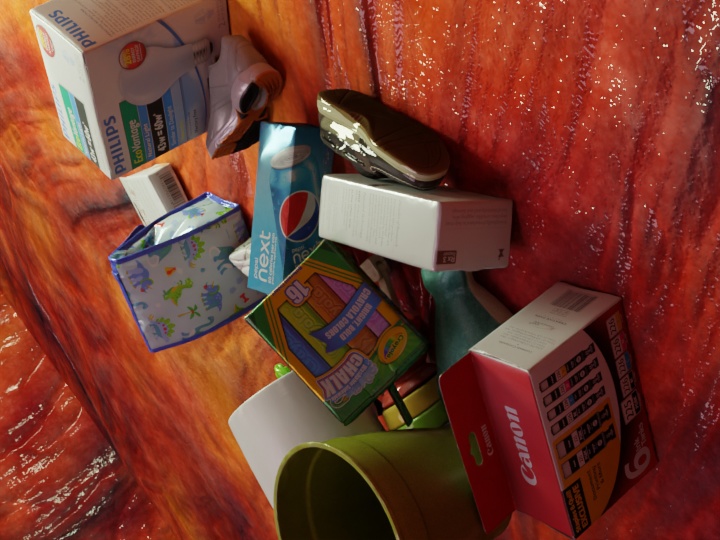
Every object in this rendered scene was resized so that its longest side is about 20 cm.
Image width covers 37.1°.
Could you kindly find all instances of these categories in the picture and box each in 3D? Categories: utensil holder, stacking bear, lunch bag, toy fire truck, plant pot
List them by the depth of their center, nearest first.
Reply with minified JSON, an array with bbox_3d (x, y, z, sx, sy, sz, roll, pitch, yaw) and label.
[{"bbox_3d":[0.047,0.245,1.092,0.200,0.192,0.201,18,114,46],"label":"plant pot"},{"bbox_3d":[0.075,0.154,1.247,0.114,0.121,0.200,-38,85,32],"label":"stacking bear"},{"bbox_3d":[-0.042,0.226,1.276,0.200,0.170,0.170,57,154,14],"label":"utensil holder"},{"bbox_3d":[0.000,0.000,1.317,0.141,0.049,0.201,27,140,44],"label":"toy fire truck"},{"bbox_3d":[-0.259,0.005,1.593,0.127,0.200,0.170,21,137,49],"label":"lunch bag"}]

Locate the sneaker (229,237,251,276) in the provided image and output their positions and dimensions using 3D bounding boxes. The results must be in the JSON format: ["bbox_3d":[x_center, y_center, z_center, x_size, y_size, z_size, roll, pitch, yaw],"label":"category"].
[{"bbox_3d":[-0.110,-0.009,1.483,0.100,0.078,0.200,54,163,-8],"label":"sneaker"}]

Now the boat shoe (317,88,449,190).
[{"bbox_3d":[0.022,-0.127,1.113,0.200,0.073,0.065,45,140,44],"label":"boat shoe"}]

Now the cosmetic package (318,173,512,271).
[{"bbox_3d":[0.052,-0.052,1.099,0.200,0.101,0.074,16,105,51],"label":"cosmetic package"}]

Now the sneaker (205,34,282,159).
[{"bbox_3d":[-0.158,-0.218,1.340,0.092,0.076,0.200,59,147,14],"label":"sneaker"}]

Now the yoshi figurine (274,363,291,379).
[{"bbox_3d":[-0.051,0.143,1.481,0.112,0.112,0.201,9,118,29],"label":"yoshi figurine"}]

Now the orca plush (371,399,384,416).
[{"bbox_3d":[-0.011,0.224,1.438,0.071,0.106,0.200,7,154,19],"label":"orca plush"}]

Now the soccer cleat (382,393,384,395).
[{"bbox_3d":[-0.020,0.104,1.357,0.200,0.070,0.086,29,177,-6],"label":"soccer cleat"}]

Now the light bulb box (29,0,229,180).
[{"bbox_3d":[-0.275,-0.255,1.338,0.125,0.200,0.199,40,149,31],"label":"light bulb box"}]

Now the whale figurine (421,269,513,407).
[{"bbox_3d":[0.116,0.081,1.148,0.200,0.104,0.159,62,154,-5],"label":"whale figurine"}]

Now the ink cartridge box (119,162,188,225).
[{"bbox_3d":[-0.324,-0.095,1.781,0.163,0.050,0.200,65,161,-15],"label":"ink cartridge box"}]

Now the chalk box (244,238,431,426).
[{"bbox_3d":[-0.005,0.082,1.154,0.200,0.124,0.125,46,-178,6],"label":"chalk box"}]

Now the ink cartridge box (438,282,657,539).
[{"bbox_3d":[0.182,0.144,1.023,0.084,0.175,0.201,17,133,51],"label":"ink cartridge box"}]

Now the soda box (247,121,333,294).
[{"bbox_3d":[-0.082,-0.072,1.264,0.068,0.064,0.201,16,106,45],"label":"soda box"}]
